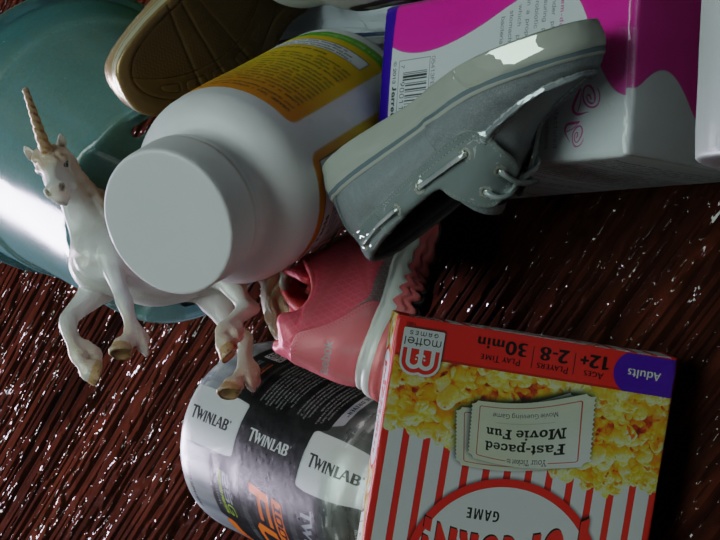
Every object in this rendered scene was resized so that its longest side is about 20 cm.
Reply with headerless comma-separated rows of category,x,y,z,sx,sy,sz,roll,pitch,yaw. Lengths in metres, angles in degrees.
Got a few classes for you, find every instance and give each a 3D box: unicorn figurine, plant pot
unicorn figurine,-0.126,-0.001,1.295,0.074,0.200,0.138,-39,44,39
plant pot,-0.152,-0.066,1.440,0.196,0.200,0.201,31,108,58

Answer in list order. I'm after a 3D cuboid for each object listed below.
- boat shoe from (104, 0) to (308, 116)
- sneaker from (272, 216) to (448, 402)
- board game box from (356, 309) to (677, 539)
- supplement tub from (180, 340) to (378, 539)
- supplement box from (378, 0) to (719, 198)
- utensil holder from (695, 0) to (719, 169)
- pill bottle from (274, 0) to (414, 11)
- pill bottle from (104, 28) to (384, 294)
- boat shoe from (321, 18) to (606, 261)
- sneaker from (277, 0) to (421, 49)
boat shoe,-0.087,-0.160,1.357,0.069,0.200,0.074,6,129,49
sneaker,0.000,0.000,1.285,0.200,0.086,0.074,-70,-8,-61
board game box,0.076,0.131,1.180,0.046,0.151,0.201,-149,67,-85
supplement tub,-0.007,0.117,1.307,0.200,0.122,0.123,16,96,52
supplement box,0.110,-0.098,1.214,0.200,0.103,0.102,-2,82,53
utensil holder,0.235,-0.143,1.013,0.170,0.170,0.201,4,88,52
pill bottle,0.021,-0.208,1.261,0.200,0.114,0.114,-3,81,51
pill bottle,-0.056,-0.059,1.260,0.111,0.200,0.111,12,115,26
boat shoe,0.060,-0.062,1.149,0.201,0.070,0.072,-32,78,44
sneaker,0.003,-0.146,1.395,0.200,0.073,0.071,-2,121,41
